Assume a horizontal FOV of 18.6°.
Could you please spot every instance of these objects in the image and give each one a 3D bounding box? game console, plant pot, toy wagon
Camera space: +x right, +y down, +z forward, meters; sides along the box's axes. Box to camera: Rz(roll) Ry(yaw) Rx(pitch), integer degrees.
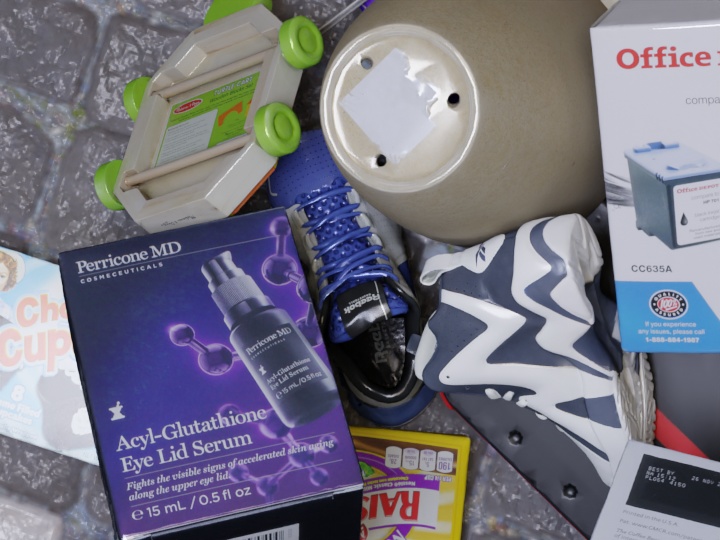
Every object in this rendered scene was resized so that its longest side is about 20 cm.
[{"bbox_3d":[0.163,0.075,1.401,0.200,0.031,0.177,44,108,5],"label":"game console"},{"bbox_3d":[0.051,-0.096,1.293,0.187,0.200,0.188,2,96,19],"label":"plant pot"},{"bbox_3d":[-0.089,-0.115,1.403,0.040,0.155,0.200,40,50,-35],"label":"toy wagon"}]

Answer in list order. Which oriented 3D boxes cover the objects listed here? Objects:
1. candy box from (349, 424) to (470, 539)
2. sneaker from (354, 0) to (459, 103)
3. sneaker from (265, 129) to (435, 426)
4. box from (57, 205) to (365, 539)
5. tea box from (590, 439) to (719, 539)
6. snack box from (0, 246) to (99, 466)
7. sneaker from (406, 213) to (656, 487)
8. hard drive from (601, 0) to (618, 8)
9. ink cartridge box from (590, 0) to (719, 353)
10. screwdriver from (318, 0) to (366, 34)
[{"bbox_3d":[-0.031,0.148,1.411,0.199,0.026,0.103,6,90,-12],"label":"candy box"},{"bbox_3d":[0.047,-0.106,1.429,0.100,0.070,0.200,-43,84,4],"label":"sneaker"},{"bbox_3d":[0.000,0.001,1.398,0.080,0.115,0.200,-20,86,-1],"label":"sneaker"},{"bbox_3d":[-0.092,0.080,1.329,0.148,0.104,0.200,-13,62,-9],"label":"box"},{"bbox_3d":[0.223,0.227,1.253,0.199,0.197,0.134,13,46,16],"label":"tea box"},{"bbox_3d":[-0.173,0.065,1.434,0.199,0.037,0.117,18,86,2],"label":"snack box"},{"bbox_3d":[0.098,0.059,1.342,0.129,0.199,0.080,-7,42,25],"label":"sneaker"},{"bbox_3d":[0.150,-0.246,1.459,0.131,0.026,0.201,10,86,2],"label":"hard drive"},{"bbox_3d":[0.220,-0.058,1.281,0.146,0.086,0.201,-1,110,23],"label":"ink cartridge box"},{"bbox_3d":[-0.015,-0.162,1.420,0.200,0.029,0.028,-36,96,20],"label":"screwdriver"}]
